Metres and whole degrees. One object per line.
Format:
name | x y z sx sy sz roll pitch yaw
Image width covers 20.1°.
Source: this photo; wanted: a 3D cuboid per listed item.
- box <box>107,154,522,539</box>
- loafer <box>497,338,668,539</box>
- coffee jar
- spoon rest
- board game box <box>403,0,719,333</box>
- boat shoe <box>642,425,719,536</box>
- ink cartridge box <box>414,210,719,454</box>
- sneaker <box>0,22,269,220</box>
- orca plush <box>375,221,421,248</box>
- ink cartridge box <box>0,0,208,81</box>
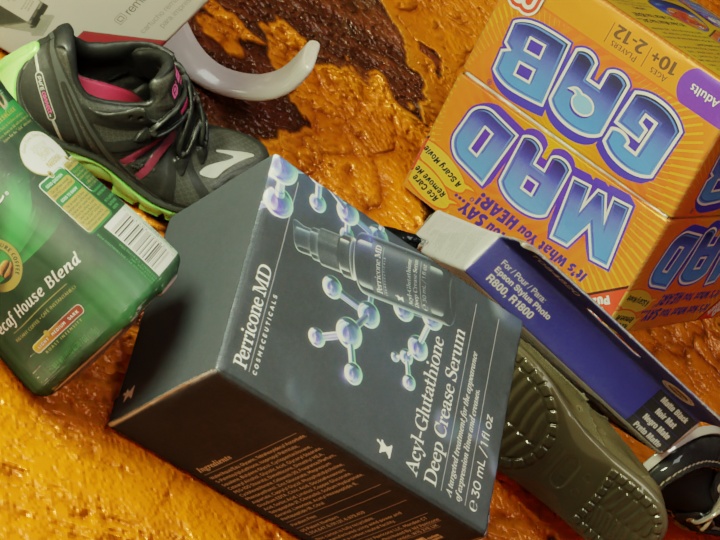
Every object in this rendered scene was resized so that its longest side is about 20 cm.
box | -0.020 0.058 1.158 0.200 0.107 0.149 33 51 -27
loafer | 0.126 0.112 1.369 0.200 0.076 0.067 48 13 3
coffee jar | -0.196 -0.037 1.063 0.200 0.104 0.085 46 27 -6
spoon rest | -0.128 -0.173 1.370 0.199 0.061 0.100 29 32 -9
board game box | 0.197 -0.095 1.506 0.200 0.200 0.200 38 23 27
boat shoe | 0.250 0.160 1.468 0.060 0.074 0.200 58 14 22
ink cartridge box | 0.136 0.044 1.388 0.199 0.041 0.200 42 -5 -15
sneaker | -0.126 -0.089 1.236 0.200 0.084 0.077 21 41 -40
orca plush | 0.000 0.000 1.320 0.105 0.071 0.200 53 30 4
ink cartridge box | -0.193 -0.210 1.218 0.200 0.147 0.083 31 37 -29
